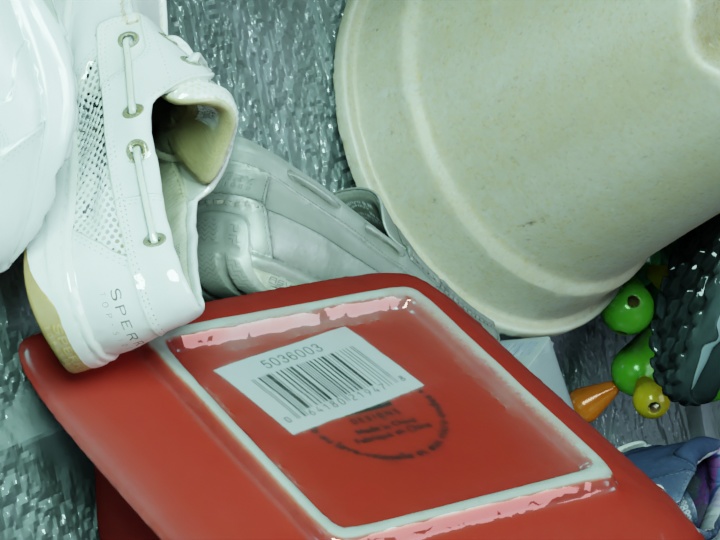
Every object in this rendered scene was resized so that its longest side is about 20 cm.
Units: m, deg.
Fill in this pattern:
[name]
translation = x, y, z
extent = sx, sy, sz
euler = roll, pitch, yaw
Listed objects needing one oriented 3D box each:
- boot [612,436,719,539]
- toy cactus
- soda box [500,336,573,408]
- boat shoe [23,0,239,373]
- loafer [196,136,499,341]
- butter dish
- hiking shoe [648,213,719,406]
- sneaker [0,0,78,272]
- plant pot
[boot]
translation = 0.111, 0.125, 1.212
extent = 0.200, 0.090, 0.073
euler = -38, 113, -59
[toy cactus]
translation = 0.147, -0.003, 1.340
extent = 0.200, 0.102, 0.166
euler = -6, 69, -58
[soda box]
translation = 0.032, 0.105, 1.116
extent = 0.200, 0.063, 0.068
euler = -47, 123, -54
[boat shoe]
translation = -0.076, -0.051, 0.933
extent = 0.071, 0.069, 0.201
euler = 61, 21, -49
[loafer]
translation = 0.000, 0.000, 1.082
extent = 0.200, 0.070, 0.070
euler = 28, 67, -54
[butter dish]
translation = -0.011, 0.108, 0.944
extent = 0.199, 0.199, 0.148
euler = -10, 129, -37
[hiking shoe]
translation = 0.210, -0.019, 1.215
extent = 0.086, 0.074, 0.201
euler = 25, 94, -14
[sneaker]
translation = -0.154, -0.095, 0.855
extent = 0.099, 0.078, 0.201
euler = -8, 97, -35
[plant pot]
translation = 0.122, -0.089, 1.148
extent = 0.200, 0.183, 0.201
euler = 18, 62, -38
